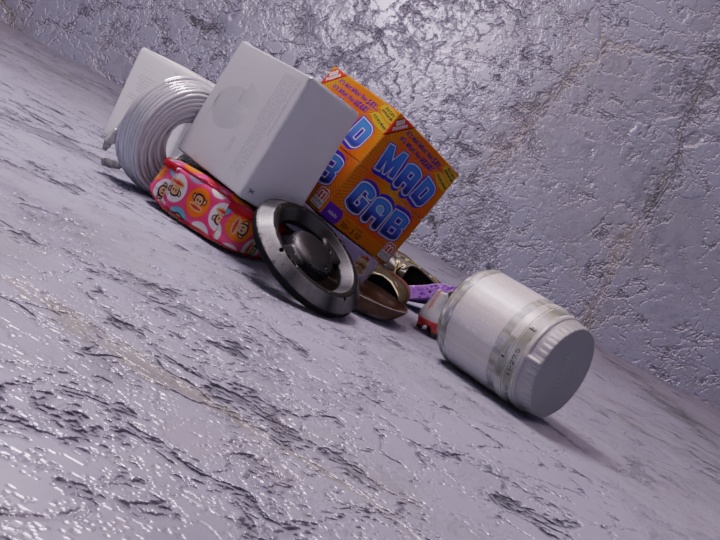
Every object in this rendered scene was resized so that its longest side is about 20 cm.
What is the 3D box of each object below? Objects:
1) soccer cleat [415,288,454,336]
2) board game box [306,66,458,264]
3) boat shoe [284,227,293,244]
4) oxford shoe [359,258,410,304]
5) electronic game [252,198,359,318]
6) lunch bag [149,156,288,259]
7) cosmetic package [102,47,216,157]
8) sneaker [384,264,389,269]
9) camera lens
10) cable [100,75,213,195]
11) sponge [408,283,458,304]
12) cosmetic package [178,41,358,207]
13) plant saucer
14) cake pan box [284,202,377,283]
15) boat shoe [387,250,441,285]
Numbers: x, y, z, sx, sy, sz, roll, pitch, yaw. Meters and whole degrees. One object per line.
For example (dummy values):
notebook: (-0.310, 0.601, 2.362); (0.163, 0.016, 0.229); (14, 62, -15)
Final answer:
soccer cleat: (0.168, 0.081, 1.555); (0.068, 0.086, 0.199); (32, 8, 32)
board game box: (-0.001, -0.174, 1.450); (0.200, 0.200, 0.200); (44, 5, 42)
boat shoe: (-0.174, -0.079, 1.466); (0.200, 0.071, 0.064); (39, 10, 16)
oxford shoe: (0.000, 0.000, 1.552); (0.199, 0.071, 0.074); (29, 9, 8)
electronic game: (-0.075, -0.019, 1.227); (0.200, 0.042, 0.201); (39, 28, -26)
lunch bag: (-0.214, -0.091, 1.352); (0.199, 0.082, 0.176); (34, 5, 23)
cosmetic package: (-0.399, -0.327, 1.814); (0.164, 0.201, 0.165); (30, 7, 13)
sneaker: (0.026, -0.012, 1.727); (0.081, 0.074, 0.200); (28, 7, -12)
camera lens: (0.225, 0.104, 1.289); (0.199, 0.161, 0.159); (34, 9, 40)
cable: (-0.294, -0.213, 1.392); (0.069, 0.201, 0.199); (38, 8, 36)
sponge: (0.167, 0.051, 1.738); (0.111, 0.030, 0.199); (-5, -10, 37)
cosmetic package: (-0.143, -0.212, 1.324); (0.123, 0.200, 0.200); (29, 6, -46)
plant saucer: (-0.015, 0.031, 1.416); (0.199, 0.032, 0.200); (28, 6, -3)
cake pan box: (-0.084, -0.080, 1.441); (0.200, 0.052, 0.184); (38, 3, -36)
boat shoe: (0.097, 0.005, 1.888); (0.200, 0.072, 0.061); (30, 2, -5)
